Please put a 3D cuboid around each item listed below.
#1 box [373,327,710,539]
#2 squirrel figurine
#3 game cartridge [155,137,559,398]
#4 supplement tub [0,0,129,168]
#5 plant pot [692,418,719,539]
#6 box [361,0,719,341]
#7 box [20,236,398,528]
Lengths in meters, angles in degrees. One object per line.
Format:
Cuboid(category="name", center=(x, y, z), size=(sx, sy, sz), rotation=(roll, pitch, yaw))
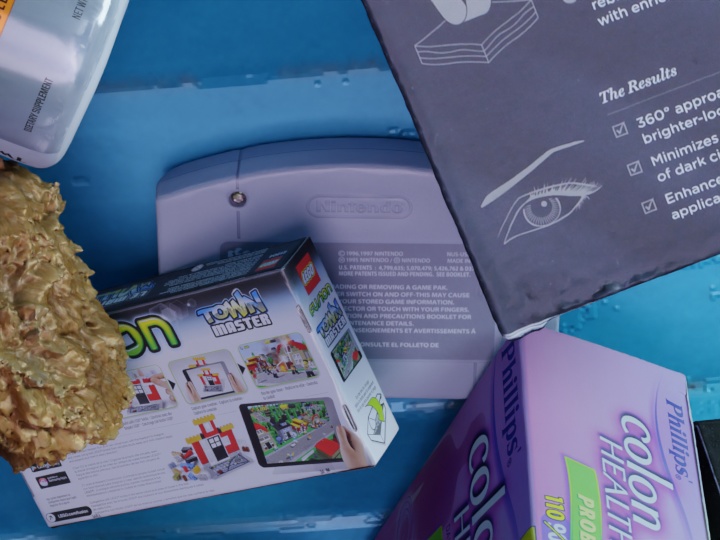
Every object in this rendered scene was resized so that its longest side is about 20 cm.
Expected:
Cuboid(category="box", center=(0.079, 0.163, 1.073), size=(0.096, 0.176, 0.200), rotation=(19, 130, -16))
Cuboid(category="squirrel figurine", center=(-0.190, 0.052, 0.981), size=(0.199, 0.187, 0.142), rotation=(-18, 157, -24))
Cuboid(category="game cartridge", center=(0.000, 0.000, 1.087), size=(0.199, 0.041, 0.134), rotation=(1, 123, 0))
Cuboid(category="supplement tub", center=(-0.204, -0.134, 0.964), size=(0.199, 0.123, 0.123), rotation=(21, 118, -11))
Cuboid(category="plant pot", center=(0.218, 0.187, 1.083), size=(0.177, 0.200, 0.200), rotation=(19, 119, -17))
Cuboid(category="box", center=(0.114, -0.108, 0.956), size=(0.196, 0.118, 0.201), rotation=(-21, 110, 8))
Cuboid(category="box", center=(-0.091, 0.058, 1.079), size=(0.199, 0.035, 0.110), rotation=(-13, 112, 29))
